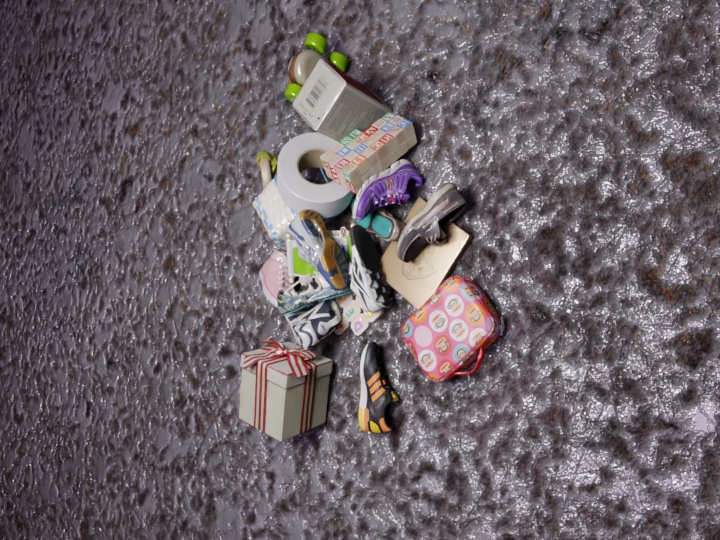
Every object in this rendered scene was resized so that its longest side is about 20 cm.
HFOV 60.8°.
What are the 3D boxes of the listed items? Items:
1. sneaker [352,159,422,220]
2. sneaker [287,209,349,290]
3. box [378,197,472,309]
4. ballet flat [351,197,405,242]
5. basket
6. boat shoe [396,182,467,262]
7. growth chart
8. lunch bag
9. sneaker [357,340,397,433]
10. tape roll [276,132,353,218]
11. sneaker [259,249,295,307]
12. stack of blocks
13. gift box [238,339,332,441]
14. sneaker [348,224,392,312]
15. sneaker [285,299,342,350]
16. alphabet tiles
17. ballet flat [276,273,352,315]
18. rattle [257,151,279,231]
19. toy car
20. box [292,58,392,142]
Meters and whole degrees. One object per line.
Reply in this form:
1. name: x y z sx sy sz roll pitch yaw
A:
1. sneaker: 0.062 -0.174 1.366 0.199 0.081 0.083 -38 67 -22
2. sneaker: -0.098 -0.040 1.432 0.087 0.075 0.204 -30 87 43
3. box: 0.138 -0.036 1.378 0.163 0.021 0.203 40 106 31
4. ballet flat: 0.046 -0.114 1.420 0.200 0.066 0.070 47 121 50
5. basket: -0.157 -0.169 1.538 0.198 0.139 0.179 -34 66 11
6. boat shoe: 0.152 -0.093 1.318 0.073 0.074 0.202 45 109 29
7. growth chart: -0.092 -0.034 1.479 0.194 0.018 0.149 -5 108 16
8. lunch bag: 0.196 0.132 1.284 0.200 0.081 0.178 -45 63 22
9. sneaker: 0.045 0.265 1.394 0.087 0.070 0.207 2 86 20
10. tape roll: -0.102 -0.229 1.469 0.206 0.198 0.071 62 160 22
11. sneaker: -0.197 0.016 1.556 0.106 0.074 0.201 -53 35 14
12. stack of blocks: 0.019 -0.275 1.399 0.199 0.059 0.114 -40 46 -16
13. gift box: -0.183 0.275 1.455 0.181 0.198 0.193 13 102 32
14. sneaker: 0.000 0.000 1.411 0.087 0.073 0.205 -24 79 40
15. sneaker: -0.107 0.121 1.503 0.127 0.199 0.081 -27 97 -13
16. alphabet tiles: -0.023 0.050 1.490 0.196 0.014 0.202 -45 63 23
17. ballet flat: -0.108 0.045 1.453 0.195 0.075 0.076 -20 71 -4
18. rattle: -0.206 -0.219 1.641 0.130 0.139 0.206 2 102 66
19. toy car: -0.153 -0.489 1.571 0.197 0.156 0.168 15 81 47
20. box: -0.040 -0.381 1.436 0.109 0.198 0.129 48 110 29
